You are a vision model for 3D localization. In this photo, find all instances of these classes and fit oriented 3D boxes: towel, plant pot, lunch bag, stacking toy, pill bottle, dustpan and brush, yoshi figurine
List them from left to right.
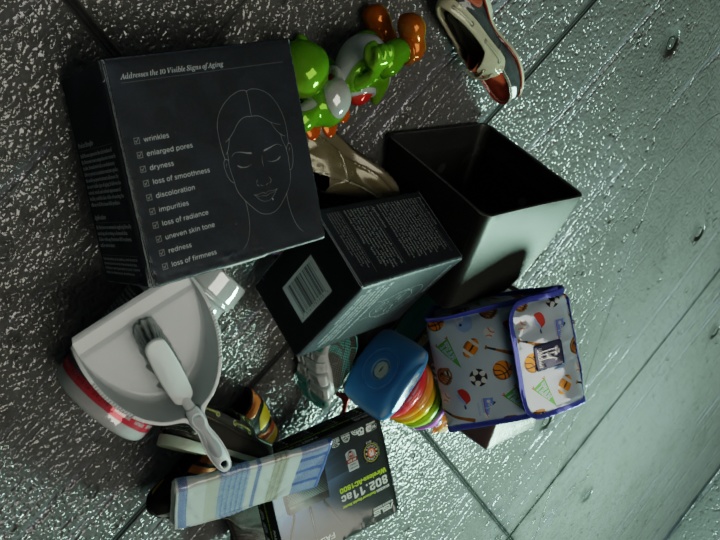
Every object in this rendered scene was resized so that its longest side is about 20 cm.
[{"bbox_3d":[-0.222,0.071,0.900,0.201,0.119,0.120,-51,139,-6],"label":"pill bottle"},{"bbox_3d":[-0.183,0.121,0.832,0.138,0.057,0.203,-33,122,-18],"label":"dustpan and brush"},{"bbox_3d":[-0.136,0.258,1.001,0.196,0.024,0.148,-12,149,-20],"label":"towel"},{"bbox_3d":[-0.021,-0.234,0.905,0.200,0.112,0.112,-44,180,-26],"label":"yoshi figurine"},{"bbox_3d":[0.080,0.188,1.185,0.117,0.109,0.200,-53,132,-9],"label":"stacking toy"},{"bbox_3d":[0.143,-0.068,1.124,0.197,0.199,0.180,-12,133,-38],"label":"plant pot"},{"bbox_3d":[0.202,0.119,1.142,0.124,0.196,0.174,-37,116,-76],"label":"lunch bag"}]

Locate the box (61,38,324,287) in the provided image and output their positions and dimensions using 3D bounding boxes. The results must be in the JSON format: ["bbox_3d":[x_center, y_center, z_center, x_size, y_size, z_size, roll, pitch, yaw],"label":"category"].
[{"bbox_3d":[-0.158,-0.107,0.799,0.197,0.123,0.201,-17,103,-36],"label":"box"}]

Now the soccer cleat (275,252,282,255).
[{"bbox_3d":[-0.085,-0.041,0.997,0.198,0.073,0.069,12,107,-47],"label":"soccer cleat"}]

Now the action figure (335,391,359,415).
[{"bbox_3d":[-0.040,0.286,1.223,0.065,0.051,0.204,26,73,-41],"label":"action figure"}]

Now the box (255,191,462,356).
[{"bbox_3d":[0.000,0.000,0.997,0.198,0.108,0.149,-15,156,-48],"label":"box"}]

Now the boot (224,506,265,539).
[{"bbox_3d":[-0.132,0.316,1.188,0.199,0.069,0.177,-34,127,-33],"label":"boot"}]

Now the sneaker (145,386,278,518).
[{"bbox_3d":[-0.204,0.230,1.070,0.199,0.070,0.091,-34,119,-24],"label":"sneaker"}]

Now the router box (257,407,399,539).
[{"bbox_3d":[-0.050,0.300,1.152,0.197,0.062,0.153,-18,100,-31],"label":"router box"}]

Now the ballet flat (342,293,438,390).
[{"bbox_3d":[0.055,0.123,1.246,0.200,0.070,0.066,-43,155,-10],"label":"ballet flat"}]

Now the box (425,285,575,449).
[{"bbox_3d":[0.212,0.141,1.318,0.164,0.163,0.204,-8,121,-50],"label":"box"}]

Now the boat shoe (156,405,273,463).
[{"bbox_3d":[-0.163,0.196,0.989,0.201,0.070,0.062,36,60,-58],"label":"boat shoe"}]

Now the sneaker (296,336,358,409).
[{"bbox_3d":[-0.044,0.092,1.134,0.091,0.077,0.203,-35,142,-37],"label":"sneaker"}]

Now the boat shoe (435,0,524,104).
[{"bbox_3d":[0.154,-0.288,1.070,0.063,0.070,0.201,-57,135,-22],"label":"boat shoe"}]

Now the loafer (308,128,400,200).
[{"bbox_3d":[-0.029,-0.123,1.005,0.199,0.076,0.068,33,92,-39],"label":"loafer"}]
